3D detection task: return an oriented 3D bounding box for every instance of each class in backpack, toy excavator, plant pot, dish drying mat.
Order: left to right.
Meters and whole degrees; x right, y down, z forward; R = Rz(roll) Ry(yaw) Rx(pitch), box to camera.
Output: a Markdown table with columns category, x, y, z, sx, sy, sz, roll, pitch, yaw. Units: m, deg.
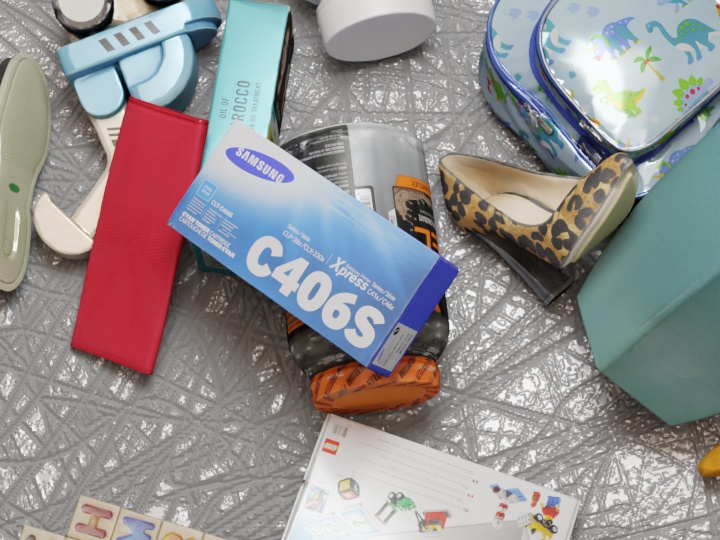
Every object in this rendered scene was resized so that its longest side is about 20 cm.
| category | x | y | z | sx | sy | sz | roll | pitch | yaw |
| --- | --- | --- | --- | --- | --- | --- | --- | --- | --- |
| toy excavator | -0.186 | -0.130 | 1.654 | 0.194 | 0.100 | 0.200 | -22 | 83 | -3 |
| dish drying mat | -0.167 | -0.026 | 1.609 | 0.077 | 0.018 | 0.200 | 18 | 102 | 22 |
| backpack | 0.196 | -0.162 | 1.615 | 0.183 | 0.147 | 0.200 | -42 | 74 | -12 |
| plant pot | 0.264 | 0.007 | 1.533 | 0.200 | 0.141 | 0.141 | -40 | 32 | 22 |

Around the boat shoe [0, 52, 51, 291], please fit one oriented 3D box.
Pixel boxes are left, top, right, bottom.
| category | x | y | z | sx | sy | sz | roll | pitch | yaw |
| --- | --- | --- | --- | --- | --- | --- | --- | --- | --- |
| boat shoe | -0.290 | -0.079 | 1.652 | 0.068 | 0.072 | 0.200 | -4 | 66 | 27 |

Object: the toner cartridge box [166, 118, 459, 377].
| category | x | y | z | sx | sy | sz | roll | pitch | yaw |
| --- | --- | --- | --- | --- | --- | --- | --- | --- | --- |
| toner cartridge box | -0.036 | -0.017 | 1.514 | 0.200 | 0.043 | 0.095 | 34 | 91 | 26 |

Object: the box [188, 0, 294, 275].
| category | x | y | z | sx | sy | sz | roll | pitch | yaw |
| --- | --- | --- | --- | --- | --- | --- | --- | --- | --- |
| box | -0.091 | -0.102 | 1.642 | 0.049 | 0.082 | 0.200 | 8 | 75 | 3 |

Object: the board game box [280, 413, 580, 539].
| category | x | y | z | sx | sy | sz | roll | pitch | yaw |
| --- | --- | --- | --- | --- | --- | --- | --- | --- | --- |
| board game box | 0.049 | 0.196 | 1.556 | 0.200 | 0.035 | 0.126 | 19 | 64 | 4 |

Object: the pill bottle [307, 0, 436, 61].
| category | x | y | z | sx | sy | sz | roll | pitch | yaw |
| --- | --- | --- | --- | --- | --- | --- | --- | --- | --- |
| pill bottle | -0.006 | -0.274 | 1.669 | 0.119 | 0.120 | 0.200 | -12 | 73 | -1 |

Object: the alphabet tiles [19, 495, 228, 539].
| category | x | y | z | sx | sy | sz | roll | pitch | yaw |
| --- | --- | --- | --- | --- | --- | --- | --- | --- | --- |
| alphabet tiles | -0.173 | 0.265 | 1.577 | 0.200 | 0.006 | 0.167 | 16 | 75 | 7 |

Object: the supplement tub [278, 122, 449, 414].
| category | x | y | z | sx | sy | sz | roll | pitch | yaw |
| --- | --- | --- | --- | --- | --- | --- | --- | --- | --- |
| supplement tub | 0.000 | 0.000 | 1.587 | 0.122 | 0.123 | 0.200 | -7 | 74 | 0 |

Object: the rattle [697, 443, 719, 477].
| category | x | y | z | sx | sy | sz | roll | pitch | yaw |
| --- | --- | --- | --- | --- | --- | --- | --- | --- | --- |
| rattle | 0.377 | 0.157 | 1.557 | 0.200 | 0.130 | 0.143 | 38 | 89 | -15 |

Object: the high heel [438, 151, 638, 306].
| category | x | y | z | sx | sy | sz | roll | pitch | yaw |
| --- | --- | --- | --- | --- | --- | --- | --- | --- | --- |
| high heel | 0.125 | -0.068 | 1.565 | 0.071 | 0.200 | 0.143 | -36 | 78 | -29 |
